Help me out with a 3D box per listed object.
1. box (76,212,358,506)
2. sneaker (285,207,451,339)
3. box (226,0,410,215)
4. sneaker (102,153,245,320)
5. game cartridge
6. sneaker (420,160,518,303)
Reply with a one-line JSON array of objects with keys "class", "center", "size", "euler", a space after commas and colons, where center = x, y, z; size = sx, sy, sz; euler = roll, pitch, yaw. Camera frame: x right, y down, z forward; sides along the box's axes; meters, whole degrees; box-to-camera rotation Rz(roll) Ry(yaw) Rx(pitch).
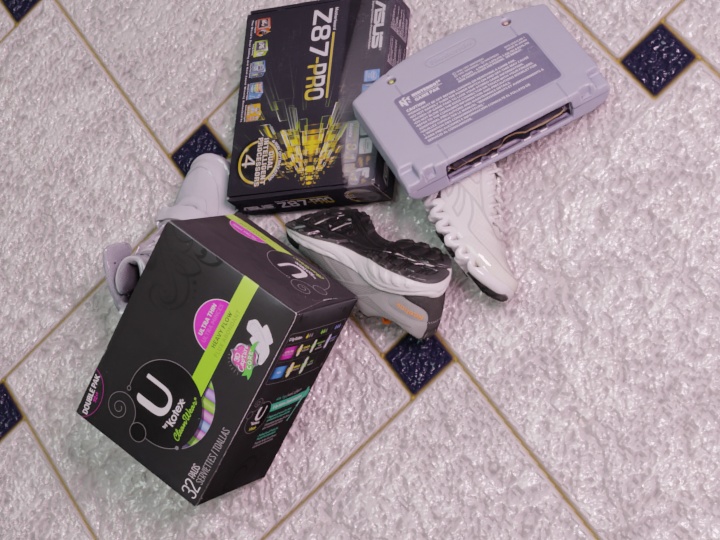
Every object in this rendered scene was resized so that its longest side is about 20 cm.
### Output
[{"class": "box", "center": [-0.124, 0.073, 1.386], "size": [0.148, 0.124, 0.201], "euler": [34, 109, 19]}, {"class": "sneaker", "center": [0.000, 0.000, 1.419], "size": [0.200, 0.074, 0.080], "euler": [30, 130, 43]}, {"class": "box", "center": [-0.039, -0.157, 1.501], "size": [0.160, 0.049, 0.201], "euler": [-3, 70, 26]}, {"class": "sneaker", "center": [-0.174, -0.026, 1.492], "size": [0.075, 0.115, 0.201], "euler": [6, 77, 28]}, {"class": "game cartridge", "center": [0.101, -0.154, 1.394], "size": [0.199, 0.041, 0.133], "euler": [-27, 56, -6]}, {"class": "sneaker", "center": [0.094, -0.064, 1.394], "size": [0.081, 0.075, 0.201], "euler": [-29, 63, 6]}]
